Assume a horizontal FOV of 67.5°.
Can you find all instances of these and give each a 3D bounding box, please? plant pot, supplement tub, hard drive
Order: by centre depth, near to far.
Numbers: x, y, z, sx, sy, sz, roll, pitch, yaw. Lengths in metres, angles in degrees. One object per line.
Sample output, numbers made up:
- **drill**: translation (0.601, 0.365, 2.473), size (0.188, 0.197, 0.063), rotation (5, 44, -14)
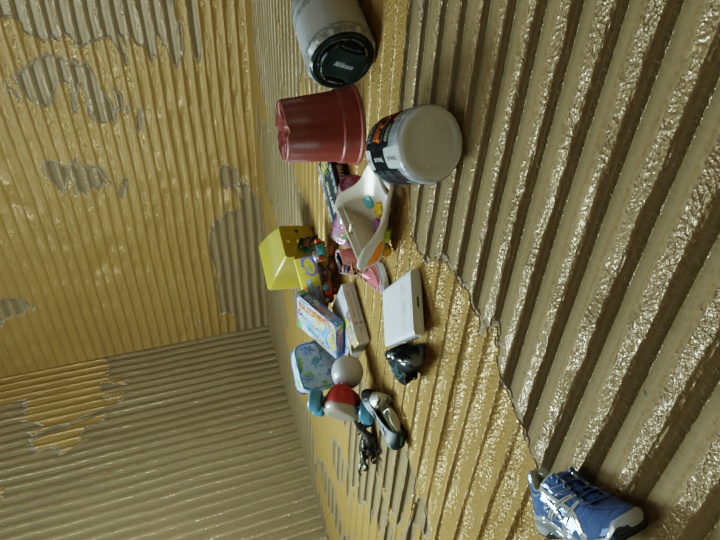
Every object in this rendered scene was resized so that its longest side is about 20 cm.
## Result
- **supplement tub**: translation (0.081, -0.211, 0.928), size (0.200, 0.119, 0.126), rotation (-157, 59, -70)
- **hard drive**: translation (0.090, 0.088, 1.183), size (0.200, 0.026, 0.136), rotation (134, 136, -70)
- **plant pot**: translation (-0.109, -0.360, 1.362), size (0.200, 0.190, 0.206), rotation (171, 90, -73)
- **plant pot**: translation (-0.260, -0.065, 2.053), size (0.177, 0.195, 0.204), rotation (-56, 45, 51)

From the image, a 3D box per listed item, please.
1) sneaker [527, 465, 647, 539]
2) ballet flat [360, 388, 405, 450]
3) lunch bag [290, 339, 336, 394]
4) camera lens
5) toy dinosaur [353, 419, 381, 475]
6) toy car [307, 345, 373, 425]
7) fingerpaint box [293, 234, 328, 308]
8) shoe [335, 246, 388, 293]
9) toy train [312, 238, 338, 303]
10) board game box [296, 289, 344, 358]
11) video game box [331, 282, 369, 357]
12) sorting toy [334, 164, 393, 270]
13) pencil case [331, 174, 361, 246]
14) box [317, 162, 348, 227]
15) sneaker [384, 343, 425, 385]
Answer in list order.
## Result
- **sneaker**: translation (0.262, 0.288, 0.659), size (0.200, 0.074, 0.079), rotation (129, 125, -66)
- **ballet flat**: translation (0.065, 0.366, 1.396), size (0.201, 0.067, 0.070), rotation (53, 139, 41)
- **lunch bag**: translation (-0.122, 0.303, 1.745), size (0.083, 0.195, 0.164), rotation (132, 126, -60)
- **camera lens**: translation (-0.061, -0.520, 1.179), size (0.161, 0.156, 0.204), rotation (111, 146, -59)
- **toy dinosaur**: translation (0.021, 0.540, 1.643), size (0.103, 0.075, 0.204), rotation (-104, 8, -59)
- **toy car**: translation (-0.040, 0.325, 1.562), size (0.178, 0.179, 0.205), rotation (79, -160, -67)
- **fingerpaint box**: translation (-0.158, 0.011, 1.789), size (0.168, 0.071, 0.204), rotation (-90, -11, -63)
- **shoe**: translation (0.000, 0.000, 1.362), size (0.201, 0.089, 0.073), rotation (-122, 28, -53)
- **toy train**: translation (-0.102, -0.004, 1.719), size (0.152, 0.054, 0.203), rotation (-94, -7, -52)
- **board game box**: translation (-0.127, 0.166, 1.689), size (0.198, 0.034, 0.138), rotation (34, 137, 35)
- **video game box**: translation (-0.034, 0.160, 1.638), size (0.201, 0.046, 0.186), rotation (117, 142, -64)
- **sorting toy**: translation (0.028, -0.139, 1.204), size (0.182, 0.104, 0.202), rotation (108, 150, -42)
- **pencil case**: translation (-0.025, -0.150, 1.394), size (0.202, 0.085, 0.089), rotation (101, 154, -51)
- **box**: translation (-0.072, -0.253, 1.546), size (0.162, 0.048, 0.205), rotation (116, 142, -67)
- **sneaker**: translation (0.107, 0.205, 1.173), size (0.200, 0.074, 0.081), rotation (143, 107, -81)
